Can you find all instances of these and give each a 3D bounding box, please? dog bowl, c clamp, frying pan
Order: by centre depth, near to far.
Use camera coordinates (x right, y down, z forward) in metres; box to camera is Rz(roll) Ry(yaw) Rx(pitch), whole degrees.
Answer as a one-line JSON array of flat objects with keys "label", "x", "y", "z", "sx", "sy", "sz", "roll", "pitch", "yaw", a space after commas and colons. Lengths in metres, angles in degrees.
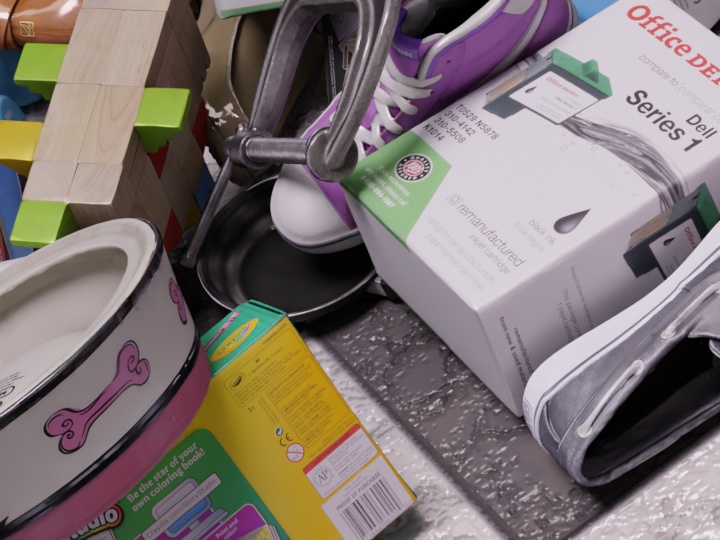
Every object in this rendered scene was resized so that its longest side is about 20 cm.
[{"label": "dog bowl", "x": -0.156, "y": 0.065, "z": 1.273, "sx": 0.200, "sy": 0.074, "sz": 0.200, "roll": -30, "pitch": 20, "yaw": 12}, {"label": "c clamp", "x": -0.029, "y": -0.084, "z": 1.433, "sx": 0.200, "sy": 0.027, "sz": 0.171, "roll": -6, "pitch": 65, "yaw": 68}, {"label": "frying pan", "x": 0.003, "y": -0.013, "z": 1.494, "sx": 0.190, "sy": 0.031, "sz": 0.115, "roll": 0, "pitch": 47, "yaw": 19}]

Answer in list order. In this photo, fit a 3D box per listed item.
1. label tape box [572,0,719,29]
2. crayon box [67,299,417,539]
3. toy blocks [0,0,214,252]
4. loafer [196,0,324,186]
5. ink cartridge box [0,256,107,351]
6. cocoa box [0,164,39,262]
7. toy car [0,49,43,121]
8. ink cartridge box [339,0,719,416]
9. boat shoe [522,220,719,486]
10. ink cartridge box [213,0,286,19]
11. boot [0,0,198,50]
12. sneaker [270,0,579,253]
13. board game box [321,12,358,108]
[{"label": "label tape box", "x": 0.149, "y": -0.182, "z": 1.569, "sx": 0.143, "sy": 0.066, "sz": 0.200, "roll": 17, "pitch": 54, "yaw": 45}, {"label": "crayon box", "x": -0.087, "y": 0.123, "z": 1.313, "sx": 0.200, "sy": 0.119, "sz": 0.058, "roll": -39, "pitch": 19, "yaw": -13}, {"label": "toy blocks", "x": -0.123, "y": -0.061, "z": 1.502, "sx": 0.100, "sy": 0.137, "sz": 0.200, "roll": 4, "pitch": 58, "yaw": 16}, {"label": "loafer", "x": -0.060, "y": -0.129, "z": 1.632, "sx": 0.067, "sy": 0.076, "sz": 0.200, "roll": -22, "pitch": 37, "yaw": 19}, {"label": "ink cartridge box", "x": -0.190, "y": 0.080, "z": 1.407, "sx": 0.200, "sy": 0.160, "sz": 0.047, "roll": -12, "pitch": 7, "yaw": 19}, {"label": "cocoa box", "x": -0.263, "y": 0.002, "z": 1.529, "sx": 0.200, "sy": 0.134, "sz": 0.131, "roll": -1, "pitch": 12, "yaw": 32}, {"label": "toy car", "x": -0.318, "y": -0.130, "z": 1.696, "sx": 0.184, "sy": 0.200, "sz": 0.177, "roll": -17, "pitch": 39, "yaw": 15}, {"label": "ink cartridge box", "x": 0.114, "y": -0.040, "z": 1.393, "sx": 0.200, "sy": 0.084, "sz": 0.146, "roll": -33, "pitch": 42, "yaw": -11}, {"label": "boat shoe", "x": 0.171, "y": 0.030, "z": 1.304, "sx": 0.200, "sy": 0.072, "sz": 0.068, "roll": -34, "pitch": 35, "yaw": -2}, {"label": "ink cartridge box", "x": -0.020, "y": -0.216, "z": 1.596, "sx": 0.145, "sy": 0.088, "sz": 0.200, "roll": -10, "pitch": 16, "yaw": 1}, {"label": "boot", "x": -0.179, "y": -0.186, "z": 1.711, "sx": 0.155, "sy": 0.074, "sz": 0.200, "roll": -1, "pitch": 20, "yaw": 1}, {"label": "sneaker", "x": 0.014, "y": -0.095, "z": 1.435, "sx": 0.200, "sy": 0.114, "sz": 0.073, "roll": -45, "pitch": 67, "yaw": 9}, {"label": "board game box", "x": 0.029, "y": -0.153, "z": 1.493, "sx": 0.105, "sy": 0.200, "sz": 0.023, "roll": -1, "pitch": 16, "yaw": 7}]
